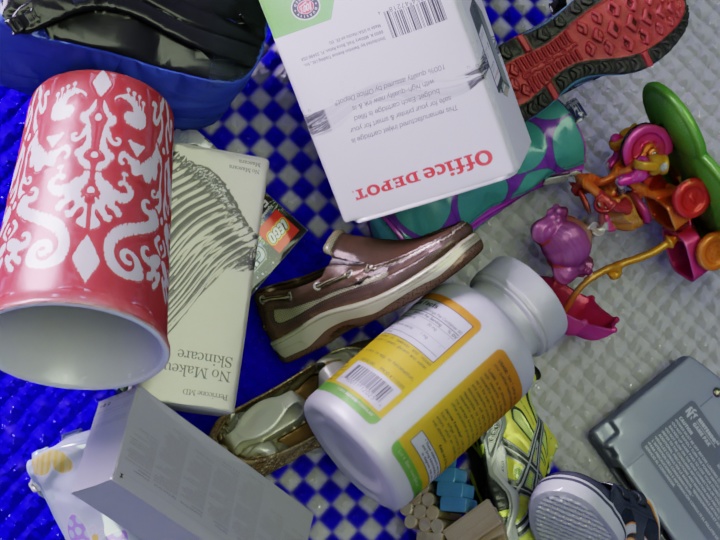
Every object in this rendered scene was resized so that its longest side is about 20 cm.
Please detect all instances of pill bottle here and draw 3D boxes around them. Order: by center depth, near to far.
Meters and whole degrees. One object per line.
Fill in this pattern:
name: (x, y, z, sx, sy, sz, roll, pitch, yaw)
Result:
pill bottle: (0.064, 0.081, 1.151, 0.200, 0.111, 0.111, -40, 93, -19)

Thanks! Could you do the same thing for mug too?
mug: (-0.209, -0.024, 1.077, 0.133, 0.177, 0.200, 20, 56, -31)

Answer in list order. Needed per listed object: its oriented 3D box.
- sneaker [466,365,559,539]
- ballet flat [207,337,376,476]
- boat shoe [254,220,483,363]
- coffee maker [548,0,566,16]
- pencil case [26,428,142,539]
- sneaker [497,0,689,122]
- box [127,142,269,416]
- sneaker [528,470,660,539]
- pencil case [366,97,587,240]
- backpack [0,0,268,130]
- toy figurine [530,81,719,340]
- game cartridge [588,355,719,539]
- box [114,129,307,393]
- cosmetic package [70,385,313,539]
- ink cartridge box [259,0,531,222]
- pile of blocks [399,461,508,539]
sneaker: (0.132, 0.168, 1.228, 0.076, 0.075, 0.200, -9, 86, -15)
ballet flat: (-0.039, 0.108, 1.192, 0.200, 0.065, 0.071, -34, 68, -18)
boat shoe: (-0.002, 0.002, 1.167, 0.202, 0.075, 0.075, -29, 94, 24)
coffee maker: (0.041, -0.280, 1.215, 0.200, 0.135, 0.192, -20, 52, -5)
pencil case: (-0.183, 0.215, 1.135, 0.091, 0.083, 0.200, -20, 88, -30)
sneaker: (0.167, -0.184, 1.207, 0.200, 0.096, 0.079, -24, 101, -1)
box: (-0.126, 0.009, 1.147, 0.082, 0.068, 0.200, 8, 80, -14)
sneaker: (0.192, 0.203, 1.204, 0.078, 0.200, 0.079, 3, 54, 28)
pencil case: (0.098, -0.074, 1.248, 0.200, 0.085, 0.092, -34, 72, -16)
backpack: (-0.176, -0.198, 1.149, 0.200, 0.168, 0.163, 11, 69, -15)
toy figurine: (0.212, -0.028, 1.241, 0.184, 0.150, 0.200, -32, 117, -7)
game cartridge: (0.304, 0.182, 1.291, 0.133, 0.040, 0.200, -35, 92, -13)
box: (-0.158, -0.003, 1.196, 0.137, 0.038, 0.200, 41, 75, -5)
cosmetic package: (-0.122, 0.177, 1.118, 0.200, 0.051, 0.083, 42, 40, -33)
ink cartridge box: (0.028, -0.155, 1.127, 0.145, 0.084, 0.200, -16, 106, 19)
pile of blocks: (0.079, 0.201, 1.187, 0.082, 0.062, 0.200, -36, 64, 16)
